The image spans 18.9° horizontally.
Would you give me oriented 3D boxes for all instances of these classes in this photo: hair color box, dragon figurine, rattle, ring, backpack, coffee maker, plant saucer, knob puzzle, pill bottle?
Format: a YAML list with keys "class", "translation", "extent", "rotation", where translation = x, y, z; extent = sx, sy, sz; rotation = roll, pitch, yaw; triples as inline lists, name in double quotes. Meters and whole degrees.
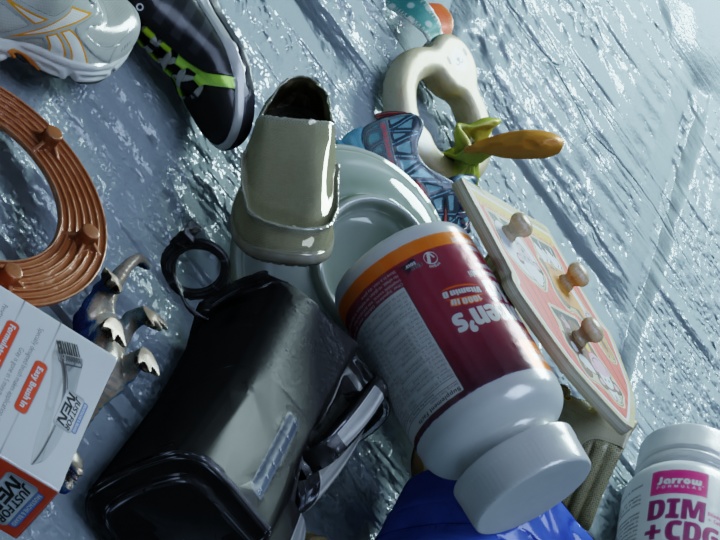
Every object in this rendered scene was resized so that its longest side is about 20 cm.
- class: "hair color box"
  translation: [-0.249, 0.050, 1.226]
  extent: [0.200, 0.064, 0.111]
  rotation: [32, 43, -13]
- class: "dragon figurine"
  translation: [-0.178, 0.055, 1.375]
  extent: [0.059, 0.099, 0.200]
  rotation: [44, 20, -28]
- class: "rattle"
  translation: [0.094, -0.173, 1.830]
  extent: [0.130, 0.143, 0.200]
  rotation: [23, 57, -23]
- class: "ring"
  translation: [-0.240, -0.061, 1.338]
  extent: [0.200, 0.019, 0.201]
  rotation: [29, 36, -23]
- class: "backpack"
  translation: [0.099, 0.244, 1.557]
  extent: [0.200, 0.162, 0.168]
  rotation: [55, 43, -19]
- class: "coffee maker"
  translation: [-0.096, 0.106, 1.423]
  extent: [0.192, 0.135, 0.200]
  rotation: [34, 38, -3]
- class: "plant saucer"
  translation: [0.000, 0.000, 1.605]
  extent: [0.200, 0.050, 0.201]
  rotation: [8, 76, -33]
- class: "knob puzzle"
  translation: [0.154, 0.028, 1.578]
  extent: [0.220, 0.030, 0.220]
  rotation: [50, 16, -21]
- class: "pill bottle"
  translation: [0.274, 0.235, 1.851]
  extent: [0.113, 0.113, 0.200]
  rotation: [46, 38, -28]
- class: "pill bottle"
  translation: [0.072, 0.074, 1.496]
  extent: [0.109, 0.110, 0.200]
  rotation: [6, 47, -53]

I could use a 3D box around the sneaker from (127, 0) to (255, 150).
- class: "sneaker"
  translation: [-0.145, -0.175, 1.574]
  extent: [0.083, 0.072, 0.200]
  rotation: [-19, 85, -33]

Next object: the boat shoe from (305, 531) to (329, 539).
- class: "boat shoe"
  translation: [-0.050, 0.242, 1.438]
  extent: [0.073, 0.063, 0.201]
  rotation: [57, 35, -14]

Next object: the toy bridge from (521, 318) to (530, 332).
- class: "toy bridge"
  translation: [0.138, 0.109, 1.760]
  extent: [0.067, 0.027, 0.200]
  rotation: [54, 15, -29]

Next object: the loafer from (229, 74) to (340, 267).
- class: "loafer"
  translation: [-0.052, -0.073, 1.523]
  extent: [0.200, 0.075, 0.068]
  rotation: [-96, -168, -56]

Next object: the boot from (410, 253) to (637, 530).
- class: "boot"
  translation: [0.137, 0.083, 1.639]
  extent: [0.073, 0.155, 0.200]
  rotation: [81, 27, -74]

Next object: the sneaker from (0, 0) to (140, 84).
- class: "sneaker"
  translation: [-0.204, -0.182, 1.436]
  extent: [0.076, 0.092, 0.200]
  rotation: [50, 27, 20]

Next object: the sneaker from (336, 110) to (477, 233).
- class: "sneaker"
  translation: [0.062, -0.036, 1.710]
  extent: [0.200, 0.095, 0.079]
  rotation: [58, -8, -13]
